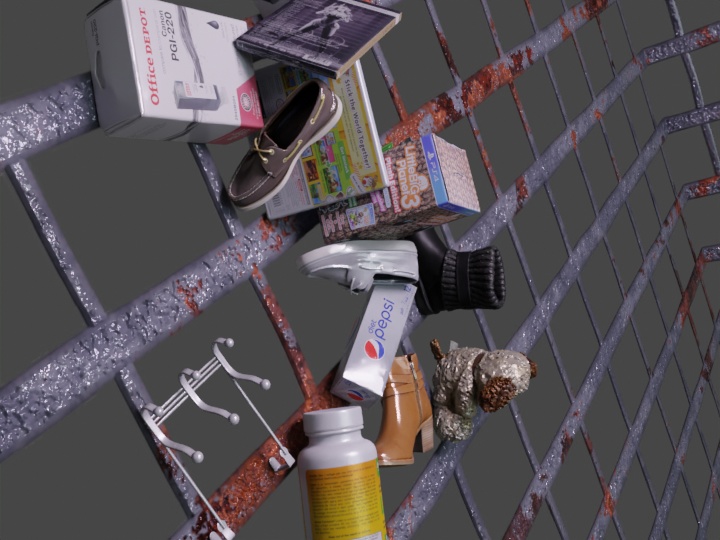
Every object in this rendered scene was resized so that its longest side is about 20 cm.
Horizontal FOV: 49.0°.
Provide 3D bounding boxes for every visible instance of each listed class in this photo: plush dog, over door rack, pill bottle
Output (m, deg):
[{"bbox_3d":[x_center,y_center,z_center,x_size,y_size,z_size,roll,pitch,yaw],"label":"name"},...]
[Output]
[{"bbox_3d":[0.211,0.181,1.342,0.199,0.169,0.163,-33,106,-49],"label":"plush dog"},{"bbox_3d":[-0.157,0.203,0.949,0.148,0.066,0.203,-44,115,-47],"label":"over door rack"},{"bbox_3d":[-0.027,0.289,1.057,0.110,0.110,0.205,1,80,-51],"label":"pill bottle"}]

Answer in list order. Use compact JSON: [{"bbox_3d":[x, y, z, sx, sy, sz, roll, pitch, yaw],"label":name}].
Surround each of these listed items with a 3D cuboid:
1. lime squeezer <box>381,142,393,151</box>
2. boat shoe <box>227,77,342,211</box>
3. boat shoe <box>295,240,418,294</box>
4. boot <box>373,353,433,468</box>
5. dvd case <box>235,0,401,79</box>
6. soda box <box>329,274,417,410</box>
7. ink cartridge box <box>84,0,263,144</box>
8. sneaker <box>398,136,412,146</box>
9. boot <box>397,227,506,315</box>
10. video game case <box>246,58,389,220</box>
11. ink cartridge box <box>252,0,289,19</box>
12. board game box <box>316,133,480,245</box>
[{"bbox_3d":[0.032,-0.178,1.272,0.200,0.069,0.039,-112,-159,-75],"label":"lime squeezer"},{"bbox_3d":[-0.108,-0.165,1.031,0.072,0.200,0.059,47,5,27],"label":"boat shoe"},{"bbox_3d":[0.000,0.000,1.163,0.197,0.072,0.070,-2,72,-34],"label":"boat shoe"},{"bbox_3d":[0.048,0.213,1.209,0.199,0.072,0.158,-6,86,-64],"label":"boot"},{"bbox_3d":[-0.051,-0.317,1.040,0.201,0.146,0.016,-53,157,-43],"label":"dvd case"},{"bbox_3d":[0.021,0.102,1.189,0.067,0.064,0.203,26,55,-8],"label":"soda box"},{"bbox_3d":[-0.224,-0.240,0.967,0.198,0.084,0.149,-7,86,-51],"label":"ink cartridge box"},{"bbox_3d":[0.062,-0.142,1.315,0.081,0.114,0.201,55,14,-30],"label":"sneaker"},{"bbox_3d":[0.156,-0.029,1.338,0.079,0.156,0.215,-30,104,-50],"label":"boot"},{"bbox_3d":[-0.068,-0.190,1.081,0.023,0.178,0.204,-24,100,-75],"label":"video game case"},{"bbox_3d":[-0.107,-0.454,1.172,0.202,0.084,0.148,57,43,-23],"label":"ink cartridge box"},{"bbox_3d":[0.054,-0.109,1.154,0.159,0.197,0.099,1,73,-65],"label":"board game box"}]
